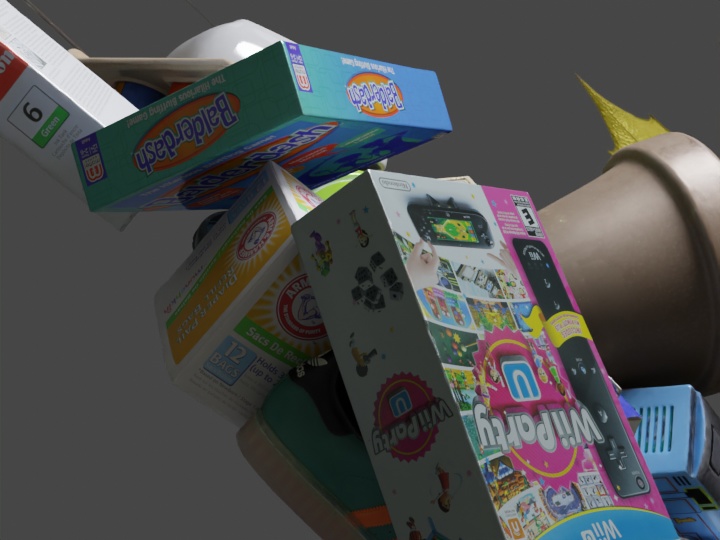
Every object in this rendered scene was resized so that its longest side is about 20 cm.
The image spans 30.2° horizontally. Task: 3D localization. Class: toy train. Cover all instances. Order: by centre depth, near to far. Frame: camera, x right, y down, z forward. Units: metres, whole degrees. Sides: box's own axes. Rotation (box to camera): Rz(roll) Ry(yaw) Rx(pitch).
[{"bbox_3d":[0.229,0.159,0.996,0.200,0.113,0.088,46,48,-43],"label":"toy train"}]

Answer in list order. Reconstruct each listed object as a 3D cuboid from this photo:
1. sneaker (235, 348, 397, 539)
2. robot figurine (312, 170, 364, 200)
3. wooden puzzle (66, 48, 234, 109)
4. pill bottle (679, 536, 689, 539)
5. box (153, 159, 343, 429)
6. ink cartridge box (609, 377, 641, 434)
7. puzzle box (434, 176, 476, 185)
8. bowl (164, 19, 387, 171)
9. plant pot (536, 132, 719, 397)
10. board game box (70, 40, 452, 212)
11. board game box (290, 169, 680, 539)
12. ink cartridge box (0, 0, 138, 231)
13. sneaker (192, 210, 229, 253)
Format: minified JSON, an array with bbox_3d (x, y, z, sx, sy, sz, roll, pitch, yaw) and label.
[{"bbox_3d":[0.033,0.123,0.680,0.200,0.080,0.071,42,9,-5],"label":"sneaker"},{"bbox_3d":[0.000,0.000,1.000,0.173,0.117,0.200,1,29,-24],"label":"robot figurine"},{"bbox_3d":[-0.120,-0.110,1.066,0.198,0.047,0.185,12,-15,36],"label":"wooden puzzle"},{"bbox_3d":[0.278,0.268,0.986,0.199,0.104,0.104,36,11,-34],"label":"pill bottle"},{"bbox_3d":[-0.006,0.050,0.759,0.199,0.113,0.102,36,12,-26],"label":"box"},{"bbox_3d":[0.120,0.106,0.854,0.039,0.202,0.100,-20,51,-29],"label":"ink cartridge box"},{"bbox_3d":[0.026,-0.045,1.211,0.197,0.026,0.133,-6,24,-13],"label":"puzzle box"},{"bbox_3d":[-0.078,-0.144,1.144,0.198,0.076,0.199,23,-10,-21],"label":"bowl"},{"bbox_3d":[0.183,0.014,1.003,0.200,0.172,0.203,165,-90,-75],"label":"plant pot"},{"bbox_3d":[-0.052,-0.080,0.804,0.199,0.151,0.046,-6,77,-62],"label":"board game box"},{"bbox_3d":[0.061,0.057,0.656,0.146,0.064,0.202,2,62,-50],"label":"board game box"},{"bbox_3d":[-0.212,-0.117,0.856,0.199,0.050,0.109,39,10,-14],"label":"ink cartridge box"},{"bbox_3d":[-0.016,-0.012,0.864,0.197,0.080,0.096,15,-34,10],"label":"sneaker"}]
